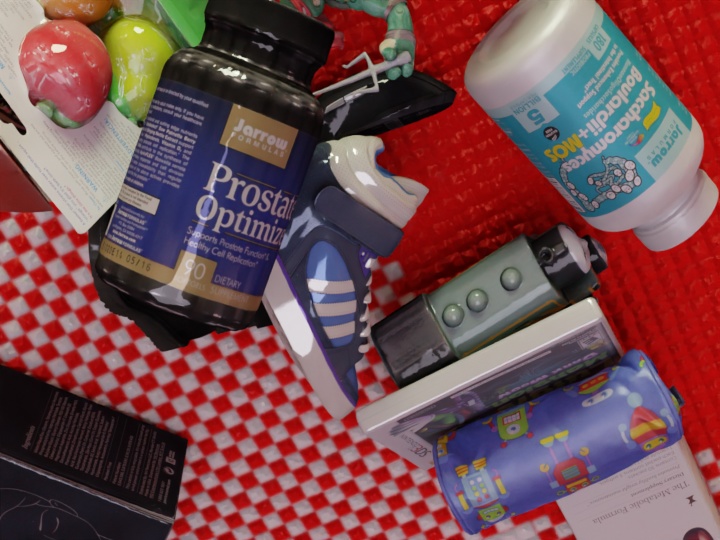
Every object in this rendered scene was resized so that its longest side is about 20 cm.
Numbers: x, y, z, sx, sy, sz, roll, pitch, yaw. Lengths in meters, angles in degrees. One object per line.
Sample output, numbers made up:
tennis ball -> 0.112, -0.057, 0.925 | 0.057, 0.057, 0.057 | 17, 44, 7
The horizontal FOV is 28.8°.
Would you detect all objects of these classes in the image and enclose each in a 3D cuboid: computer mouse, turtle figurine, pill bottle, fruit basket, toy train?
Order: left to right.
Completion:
fruit basket -> -0.190, -0.152, 0.942 | 0.093, 0.200, 0.186 | -16, 118, 49
pill bottle -> -0.089, -0.073, 0.904 | 0.110, 0.112, 0.203 | 19, 93, -9
computer mouse -> -0.032, -0.113, 1.021 | 0.197, 0.140, 0.047 | -19, 88, 12
turtle figurine -> 0.008, -0.223, 0.981 | 0.199, 0.101, 0.150 | -37, 120, 2
toy train -> 0.099, 0.033, 1.087 | 0.198, 0.114, 0.086 | -32, 74, 14
pill bottle -> 0.176, -0.106, 1.030 | 0.111, 0.111, 0.200 | -40, 110, 18

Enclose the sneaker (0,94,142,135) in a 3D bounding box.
sneaker -> -0.242, -0.129, 0.994 | 0.199, 0.086, 0.081 | 39, 96, 4

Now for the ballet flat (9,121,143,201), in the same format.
ballet flat -> -0.169, -0.096, 1.068 | 0.197, 0.070, 0.070 | -14, 115, 9

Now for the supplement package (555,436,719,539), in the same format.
supplement package -> 0.241, 0.206, 1.179 | 0.113, 0.110, 0.201 | -25, 114, 12

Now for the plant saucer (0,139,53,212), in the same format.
plant saucer -> -0.289, -0.124, 0.929 | 0.037, 0.200, 0.201 | -37, 87, -8

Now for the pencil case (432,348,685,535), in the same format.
pencil case -> 0.153, 0.128, 1.085 | 0.198, 0.087, 0.078 | -26, 129, 10

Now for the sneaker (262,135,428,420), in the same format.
sneaker -> 0.000, 0.000, 1.023 | 0.145, 0.081, 0.202 | -29, 119, -8

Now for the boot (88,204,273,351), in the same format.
boot -> -0.106, -0.010, 1.057 | 0.155, 0.081, 0.211 | -11, 159, 9

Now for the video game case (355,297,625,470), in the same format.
video game case -> 0.111, 0.095, 1.106 | 0.198, 0.024, 0.182 | -27, 158, 9

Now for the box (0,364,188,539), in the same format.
box -> -0.273, 0.213, 1.176 | 0.194, 0.124, 0.202 | 23, 114, -12
